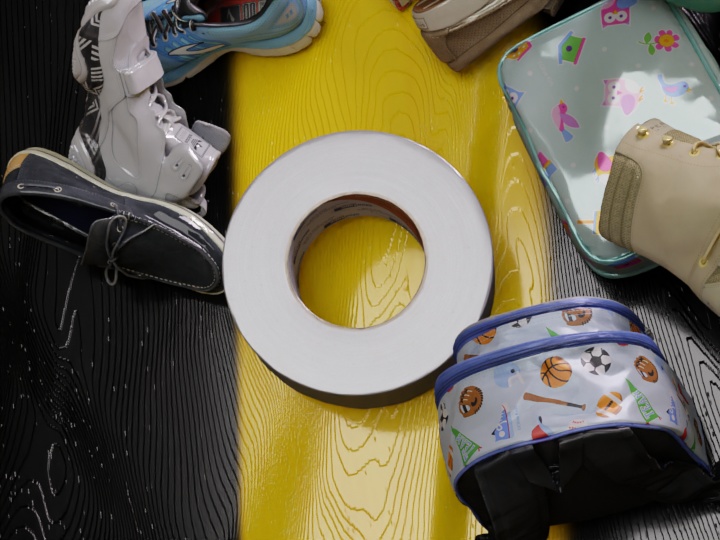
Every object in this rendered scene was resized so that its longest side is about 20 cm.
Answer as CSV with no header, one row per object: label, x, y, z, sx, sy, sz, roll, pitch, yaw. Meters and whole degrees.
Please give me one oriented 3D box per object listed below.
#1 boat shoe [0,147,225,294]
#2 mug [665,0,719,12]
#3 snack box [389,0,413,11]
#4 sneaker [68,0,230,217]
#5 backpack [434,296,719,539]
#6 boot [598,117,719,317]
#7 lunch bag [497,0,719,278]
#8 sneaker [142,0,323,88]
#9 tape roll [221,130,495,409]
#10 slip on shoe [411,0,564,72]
boat shoe,-0.190,-0.028,1.489,0.200,0.075,0.062,26,41,1
mug,0.255,-0.268,1.379,0.114,0.185,0.152,26,127,11
snack box,0.020,-0.326,1.544,0.142,0.053,0.200,-40,70,0
sneaker,-0.160,-0.130,1.494,0.115,0.075,0.200,16,122,10
backpack,0.140,0.102,1.322,0.200,0.190,0.154,-21,71,10
boot,0.252,-0.077,1.289,0.155,0.073,0.200,37,110,41
lunch bag,0.205,-0.100,1.420,0.160,0.077,0.200,-27,70,5
sneaker,-0.135,-0.204,1.533,0.200,0.090,0.079,-15,72,13
tape roll,0.000,0.000,1.438,0.200,0.066,0.201,-1,77,5
slip on shoe,0.137,-0.225,1.485,0.200,0.076,0.061,-33,109,-4
